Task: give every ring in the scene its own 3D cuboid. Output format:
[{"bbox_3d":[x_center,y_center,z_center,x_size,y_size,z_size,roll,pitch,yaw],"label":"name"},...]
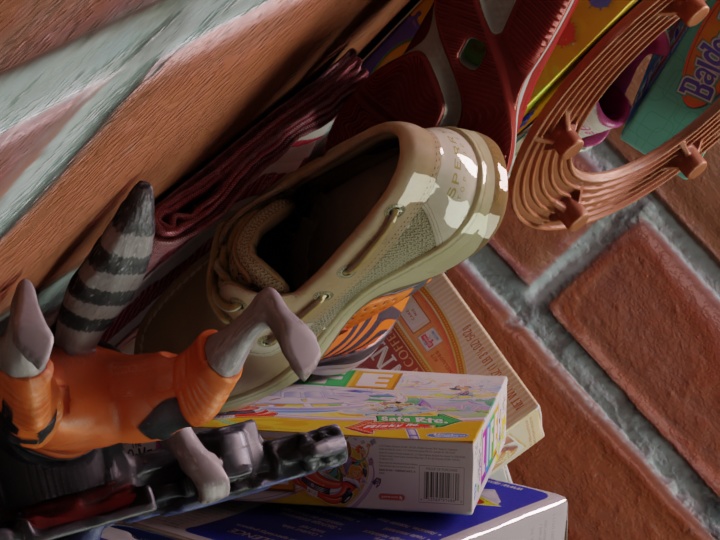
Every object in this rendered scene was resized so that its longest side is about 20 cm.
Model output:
[{"bbox_3d":[0.152,-0.086,1.263,0.200,0.019,0.201,-33,158,-15],"label":"ring"}]

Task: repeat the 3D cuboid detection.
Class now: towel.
[{"bbox_3d":[-0.078,-0.008,1.187,0.144,0.023,0.200,-41,176,-37],"label":"towel"}]

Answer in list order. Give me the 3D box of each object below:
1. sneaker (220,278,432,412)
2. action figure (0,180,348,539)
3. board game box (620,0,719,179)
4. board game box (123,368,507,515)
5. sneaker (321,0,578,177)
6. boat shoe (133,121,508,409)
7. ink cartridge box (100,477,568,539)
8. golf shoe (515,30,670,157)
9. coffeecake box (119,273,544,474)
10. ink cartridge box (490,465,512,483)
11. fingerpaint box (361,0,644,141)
[{"bbox_3d":[0.000,0.000,1.249,0.112,0.078,0.200,-33,-178,34],"label":"sneaker"},{"bbox_3d":[-0.089,0.047,1.057,0.199,0.105,0.193,-12,165,-33],"label":"action figure"},{"bbox_3d":[0.205,-0.152,1.429,0.153,0.045,0.200,-59,-179,27],"label":"board game box"},{"bbox_3d":[-0.037,0.074,1.259,0.134,0.198,0.035,-49,140,-76],"label":"board game box"},{"bbox_3d":[0.060,-0.093,1.133,0.115,0.078,0.200,-42,169,-51],"label":"sneaker"},{"bbox_3d":[-0.031,-0.004,1.096,0.065,0.073,0.199,16,144,-43],"label":"boat shoe"},{"bbox_3d":[-0.042,0.121,1.221,0.197,0.047,0.199,11,-163,39],"label":"ink cartridge box"},{"bbox_3d":[0.084,-0.083,1.399,0.075,0.092,0.200,-7,140,-47],"label":"golf shoe"},{"bbox_3d":[-0.029,0.075,1.406,0.199,0.154,0.073,-35,163,-4],"label":"coffeecake box"},{"bbox_3d":[-0.029,0.111,1.502,0.199,0.146,0.084,-24,142,-5],"label":"ink cartridge box"},{"bbox_3d":[0.093,-0.130,1.259,0.200,0.073,0.167,-45,176,20],"label":"fingerpaint box"}]
